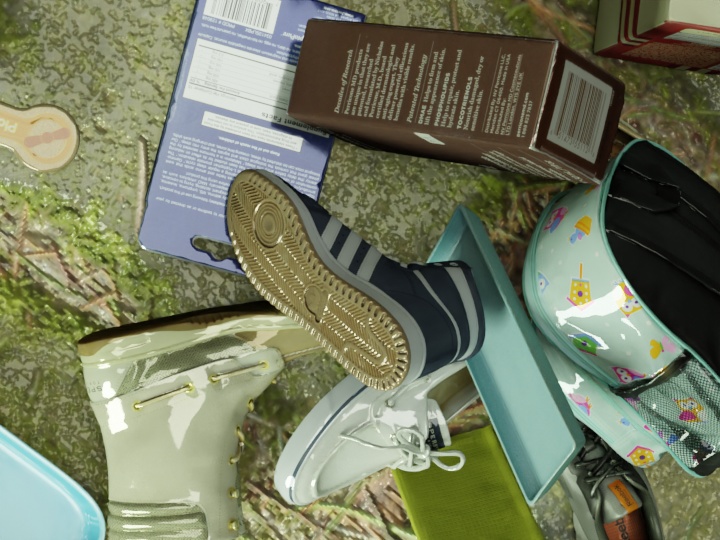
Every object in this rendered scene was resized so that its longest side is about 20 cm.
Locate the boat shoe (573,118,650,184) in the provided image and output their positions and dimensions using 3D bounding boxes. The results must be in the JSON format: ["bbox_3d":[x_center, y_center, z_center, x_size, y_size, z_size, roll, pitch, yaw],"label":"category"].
[{"bbox_3d":[0.131,-0.107,1.139,0.198,0.063,0.074,18,87,-9],"label":"boat shoe"}]

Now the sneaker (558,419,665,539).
[{"bbox_3d":[0.169,0.134,1.138,0.073,0.079,0.202,-27,93,-7],"label":"sneaker"}]

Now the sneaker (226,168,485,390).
[{"bbox_3d":[0.000,0.000,1.070,0.108,0.200,0.070,-11,136,-44],"label":"sneaker"}]

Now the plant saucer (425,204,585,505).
[{"bbox_3d":[0.095,0.053,1.055,0.019,0.070,0.201,-1,51,-27],"label":"plant saucer"}]

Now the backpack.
[{"bbox_3d":[0.200,0.021,1.083,0.200,0.153,0.176,47,43,-18],"label":"backpack"}]

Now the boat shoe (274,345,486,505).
[{"bbox_3d":[0.037,0.106,1.099,0.201,0.075,0.086,-38,55,-18],"label":"boat shoe"}]

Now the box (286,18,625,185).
[{"bbox_3d":[0.060,-0.113,1.045,0.100,0.199,0.076,18,87,-53],"label":"box"}]

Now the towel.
[{"bbox_3d":[0.086,0.192,1.086,0.085,0.018,0.201,-13,47,-10],"label":"towel"}]

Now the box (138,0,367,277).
[{"bbox_3d":[-0.078,-0.098,1.119,0.120,0.032,0.202,15,86,-9],"label":"box"}]

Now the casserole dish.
[{"bbox_3d":[-0.267,0.163,1.083,0.199,0.039,0.122,37,84,-8],"label":"casserole dish"}]

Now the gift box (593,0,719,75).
[{"bbox_3d":[0.279,-0.241,1.102,0.183,0.200,0.189,7,87,-15],"label":"gift box"}]

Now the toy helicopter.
[{"bbox_3d":[-0.288,-0.102,1.063,0.198,0.079,0.134,17,88,-13],"label":"toy helicopter"}]

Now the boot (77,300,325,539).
[{"bbox_3d":[-0.087,0.104,1.099,0.198,0.072,0.156,-9,95,-16],"label":"boot"}]
